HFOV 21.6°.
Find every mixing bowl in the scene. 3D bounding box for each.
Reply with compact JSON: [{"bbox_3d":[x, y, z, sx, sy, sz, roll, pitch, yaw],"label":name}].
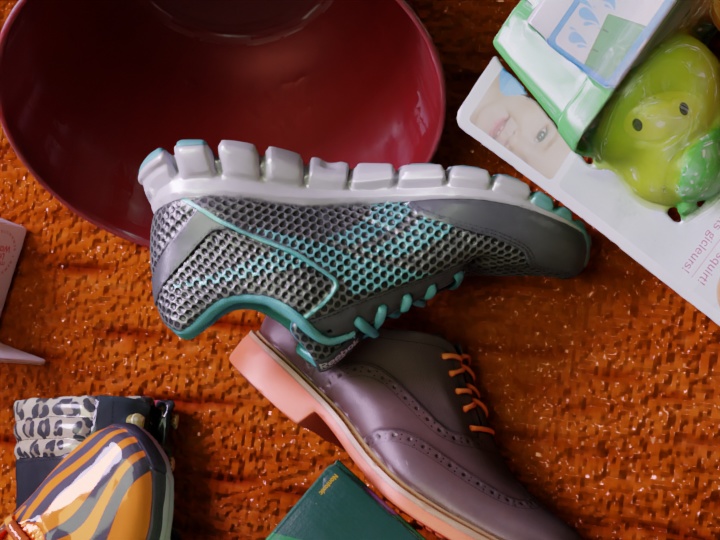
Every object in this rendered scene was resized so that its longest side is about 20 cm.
[{"bbox_3d":[-0.059,-0.111,0.857,0.199,0.200,0.109,-24,43,27],"label":"mixing bowl"}]

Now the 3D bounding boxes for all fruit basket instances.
[{"bbox_3d":[0.160,-0.079,0.756,0.200,0.094,0.186,41,103,24],"label":"fruit basket"}]

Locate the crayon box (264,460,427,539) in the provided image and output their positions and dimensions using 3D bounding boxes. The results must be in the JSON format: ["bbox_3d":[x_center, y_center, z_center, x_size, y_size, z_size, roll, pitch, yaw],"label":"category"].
[{"bbox_3d":[-0.031,0.196,0.797,0.119,0.058,0.200,40,82,6],"label":"crayon box"}]

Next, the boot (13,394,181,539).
[{"bbox_3d":[-0.096,0.136,0.899,0.202,0.073,0.155,-2,80,30],"label":"boot"}]

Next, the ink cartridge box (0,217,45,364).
[{"bbox_3d":[-0.260,-0.015,0.991,0.199,0.115,0.068,21,95,31],"label":"ink cartridge box"}]

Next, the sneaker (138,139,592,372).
[{"bbox_3d":[0.000,0.000,0.820,0.198,0.078,0.092,5,81,1],"label":"sneaker"}]

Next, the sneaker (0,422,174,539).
[{"bbox_3d":[-0.167,0.150,0.833,0.078,0.112,0.201,42,104,35],"label":"sneaker"}]

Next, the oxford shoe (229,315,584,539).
[{"bbox_3d":[0.031,0.068,0.832,0.200,0.071,0.073,37,90,23],"label":"oxford shoe"}]
